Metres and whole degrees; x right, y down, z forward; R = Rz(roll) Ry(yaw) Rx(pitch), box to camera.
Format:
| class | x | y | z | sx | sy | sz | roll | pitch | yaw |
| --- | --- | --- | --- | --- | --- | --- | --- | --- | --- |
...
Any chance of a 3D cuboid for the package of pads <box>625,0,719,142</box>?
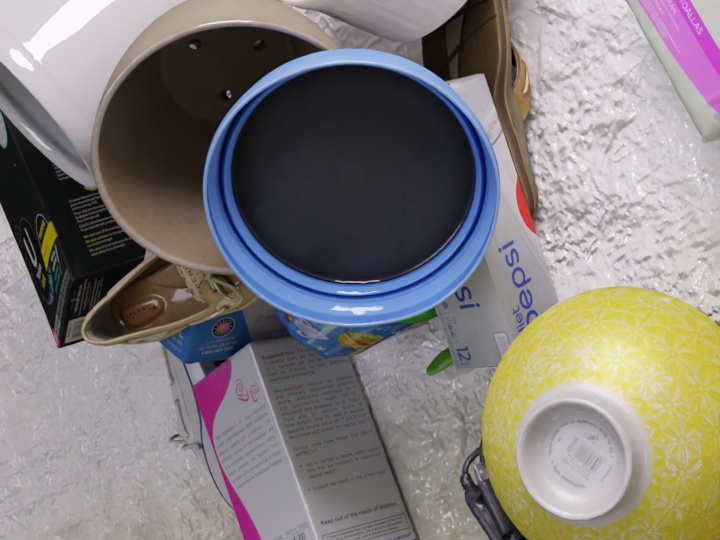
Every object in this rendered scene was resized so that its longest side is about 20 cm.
| class | x | y | z | sx | sy | sz | roll | pitch | yaw |
| --- | --- | --- | --- | --- | --- | --- | --- | --- | --- |
| package of pads | 0.253 | -0.197 | 1.092 | 0.200 | 0.068 | 0.155 | -43 | 65 | 43 |

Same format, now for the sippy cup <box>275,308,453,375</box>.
| class | x | y | z | sx | sy | sz | roll | pitch | yaw |
| --- | --- | --- | --- | --- | --- | --- | --- | --- | --- |
| sippy cup | 0.000 | 0.000 | 1.374 | 0.130 | 0.139 | 0.179 | -45 | 58 | 50 |

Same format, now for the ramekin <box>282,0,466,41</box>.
| class | x | y | z | sx | sy | sz | roll | pitch | yaw |
| --- | --- | --- | --- | --- | --- | --- | --- | --- | --- |
| ramekin | 0.028 | -0.262 | 1.270 | 0.200 | 0.097 | 0.201 | -41 | 36 | 39 |

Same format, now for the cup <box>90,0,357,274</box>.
| class | x | y | z | sx | sy | sz | roll | pitch | yaw |
| --- | --- | --- | --- | --- | --- | --- | --- | --- | --- |
| cup | -0.091 | -0.119 | 1.275 | 0.144 | 0.199 | 0.201 | -101 | 28 | -55 |

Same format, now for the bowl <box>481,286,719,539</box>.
| class | x | y | z | sx | sy | sz | roll | pitch | yaw |
| --- | --- | --- | --- | --- | --- | --- | --- | --- | --- |
| bowl | 0.158 | 0.116 | 1.174 | 0.199 | 0.108 | 0.202 | 3 | 97 | 27 |

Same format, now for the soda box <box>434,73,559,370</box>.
| class | x | y | z | sx | sy | sz | roll | pitch | yaw |
| --- | --- | --- | --- | --- | --- | --- | --- | --- | --- |
| soda box | 0.079 | -0.034 | 1.280 | 0.063 | 0.068 | 0.201 | -9 | 105 | 43 |

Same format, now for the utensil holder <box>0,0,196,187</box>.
| class | x | y | z | sx | sy | sz | roll | pitch | yaw |
| --- | --- | --- | --- | --- | --- | --- | --- | --- | --- |
| utensil holder | -0.194 | -0.194 | 1.388 | 0.170 | 0.200 | 0.170 | 42 | 166 | 13 |

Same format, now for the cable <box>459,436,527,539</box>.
| class | x | y | z | sx | sy | sz | roll | pitch | yaw |
| --- | --- | --- | --- | --- | --- | --- | --- | --- | --- |
| cable | 0.163 | 0.173 | 1.281 | 0.163 | 0.051 | 0.201 | -49 | 64 | 33 |

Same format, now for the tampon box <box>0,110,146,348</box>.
| class | x | y | z | sx | sy | sz | roll | pitch | yaw |
| --- | --- | --- | --- | --- | --- | --- | --- | --- | --- |
| tampon box | -0.248 | -0.062 | 1.627 | 0.201 | 0.126 | 0.150 | 64 | 157 | 20 |

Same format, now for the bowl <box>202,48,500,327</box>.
| class | x | y | z | sx | sy | sz | roll | pitch | yaw |
| --- | --- | --- | --- | --- | --- | --- | --- | --- | --- |
| bowl | -0.005 | -0.056 | 1.203 | 0.039 | 0.199 | 0.202 | -86 | 14 | -60 |

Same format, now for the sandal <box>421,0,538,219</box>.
| class | x | y | z | sx | sy | sz | roll | pitch | yaw |
| --- | --- | --- | --- | --- | --- | --- | --- | --- | --- |
| sandal | 0.097 | -0.128 | 1.304 | 0.080 | 0.054 | 0.201 | 2 | 112 | 45 |

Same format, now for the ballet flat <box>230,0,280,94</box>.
| class | x | y | z | sx | sy | sz | roll | pitch | yaw |
| --- | --- | --- | --- | --- | --- | --- | --- | --- | --- |
| ballet flat | -0.083 | -0.136 | 1.514 | 0.063 | 0.069 | 0.201 | 27 | 123 | 12 |

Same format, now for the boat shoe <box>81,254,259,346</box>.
| class | x | y | z | sx | sy | sz | roll | pitch | yaw |
| --- | --- | --- | --- | --- | --- | --- | --- | --- | --- |
| boat shoe | -0.134 | 0.012 | 1.370 | 0.200 | 0.063 | 0.074 | -34 | 84 | 37 |

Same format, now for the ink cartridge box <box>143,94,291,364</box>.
| class | x | y | z | sx | sy | sz | roll | pitch | yaw |
| --- | --- | --- | --- | --- | --- | --- | --- | --- | --- |
| ink cartridge box | -0.091 | -0.037 | 1.462 | 0.084 | 0.144 | 0.201 | 37 | 123 | 37 |

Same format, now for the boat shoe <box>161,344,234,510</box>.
| class | x | y | z | sx | sy | sz | roll | pitch | yaw |
| --- | --- | --- | --- | --- | --- | --- | --- | --- | --- |
| boat shoe | -0.137 | 0.136 | 1.599 | 0.086 | 0.074 | 0.203 | -44 | 61 | 43 |

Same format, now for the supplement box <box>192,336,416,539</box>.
| class | x | y | z | sx | sy | sz | roll | pitch | yaw |
| --- | --- | --- | --- | --- | --- | --- | --- | --- | --- |
| supplement box | -0.048 | 0.162 | 1.477 | 0.101 | 0.103 | 0.201 | -35 | 71 | 47 |
